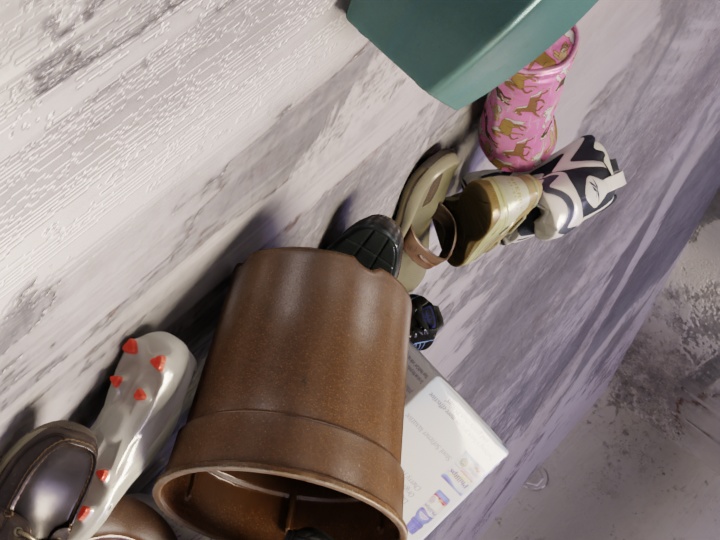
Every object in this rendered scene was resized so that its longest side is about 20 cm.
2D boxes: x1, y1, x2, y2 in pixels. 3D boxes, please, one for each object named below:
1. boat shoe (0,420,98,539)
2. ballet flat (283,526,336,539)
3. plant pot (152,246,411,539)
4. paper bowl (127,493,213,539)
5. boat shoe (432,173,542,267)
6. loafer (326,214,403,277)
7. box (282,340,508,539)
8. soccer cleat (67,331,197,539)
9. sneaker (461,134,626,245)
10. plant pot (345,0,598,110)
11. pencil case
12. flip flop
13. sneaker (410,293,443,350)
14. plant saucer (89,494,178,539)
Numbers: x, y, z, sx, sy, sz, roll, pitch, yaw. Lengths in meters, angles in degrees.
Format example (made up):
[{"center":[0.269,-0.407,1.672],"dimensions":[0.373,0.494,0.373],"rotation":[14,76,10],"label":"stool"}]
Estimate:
[{"center":[-0.237,0.198,1.321],"dimensions":[0.074,0.073,0.201],"rotation":[15,116,-34],"label":"boat shoe"},{"center":[-0.045,0.260,1.472],"dimensions":[0.200,0.056,0.067],"rotation":[101,13,-63],"label":"ballet flat"},{"center":[-0.047,0.101,1.460],"dimensions":[0.201,0.199,0.200],"rotation":[95,5,-65],"label":"plant pot"},{"center":[-0.200,0.276,1.617],"dimensions":[0.201,0.104,0.201],"rotation":[-49,166,-17],"label":"paper bowl"},{"center":[0.124,-0.054,1.866],"dimensions":[0.063,0.074,0.201],"rotation":[-16,170,-16],"label":"boat shoe"},{"center":[0.000,0.000,1.710],"dimensions":[0.072,0.073,0.200],"rotation":[-55,178,-34],"label":"loafer"},{"center":[0.003,0.164,1.625],"dimensions":[0.200,0.105,0.184],"rotation":[-44,-159,0],"label":"box"},{"center":[-0.186,0.139,1.405],"dimensions":[0.201,0.069,0.078],"rotation":[-57,154,-1],"label":"soccer cleat"},{"center":[0.196,-0.086,1.906],"dimensions":[0.129,0.080,0.199],"rotation":[-23,-173,-22],"label":"sneaker"},{"center":[0.092,-0.224,1.343],"dimensions":[0.200,0.141,0.141],"rotation":[-48,167,8],"label":"plant pot"},{"center":[0.159,-0.174,1.780],"dimensions":[0.082,0.087,0.200],"rotation":[-7,156,-4],"label":"pencil case"},{"center":[0.068,-0.039,1.842],"dimensions":[0.081,0.057,0.201],"rotation":[-43,162,-38],"label":"flip flop"},{"center":[0.035,0.055,1.884],"dimensions":[0.077,0.071,0.200],"rotation":[-20,179,10],"label":"sneaker"},{"center":[-0.217,0.273,1.460],"dimensions":[0.199,0.032,0.202],"rotation":[-13,114,-32],"label":"plant saucer"}]
